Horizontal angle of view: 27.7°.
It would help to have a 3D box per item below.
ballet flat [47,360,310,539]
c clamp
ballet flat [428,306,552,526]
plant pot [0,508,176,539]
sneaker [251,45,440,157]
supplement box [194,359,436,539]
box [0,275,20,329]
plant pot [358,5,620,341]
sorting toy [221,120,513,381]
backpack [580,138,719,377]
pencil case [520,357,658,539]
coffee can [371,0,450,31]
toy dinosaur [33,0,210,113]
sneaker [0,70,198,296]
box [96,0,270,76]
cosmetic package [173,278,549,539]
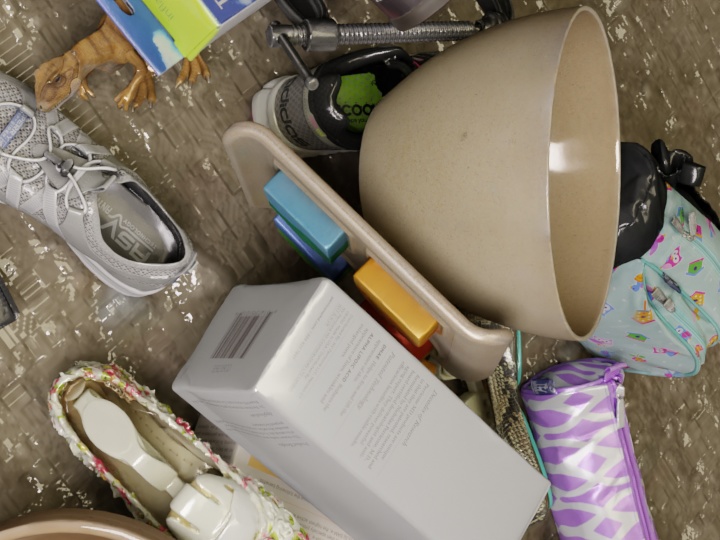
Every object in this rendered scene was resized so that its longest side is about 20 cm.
[{"bbox_3d":[-0.113,0.125,0.855,0.200,0.064,0.076,36,82,15],"label":"ballet flat"},{"bbox_3d":[0.021,-0.169,0.973,0.199,0.171,0.027,-9,131,-25],"label":"c clamp"},{"bbox_3d":[0.087,0.094,1.052,0.075,0.068,0.201,-13,97,-18],"label":"ballet flat"},{"bbox_3d":[-0.158,0.224,0.835,0.200,0.093,0.202,0,99,-1],"label":"plant pot"},{"bbox_3d":[0.028,-0.116,1.005,0.199,0.087,0.074,-10,93,-34],"label":"sneaker"},{"bbox_3d":[-0.045,0.130,0.950,0.126,0.073,0.201,29,72,-29],"label":"supplement box"},{"bbox_3d":[-0.311,0.003,0.797,0.200,0.044,0.161,-32,105,-31],"label":"box"},{"bbox_3d":[0.076,-0.059,0.905,0.200,0.134,0.201,1,90,-69],"label":"plant pot"},{"bbox_3d":[0.000,0.000,0.889,0.200,0.185,0.037,39,82,8],"label":"sorting toy"},{"bbox_3d":[0.195,-0.008,1.084,0.200,0.167,0.127,39,75,-40],"label":"backpack"},{"bbox_3d":[0.183,0.161,1.095,0.084,0.085,0.201,-30,107,-52],"label":"pencil case"},{"bbox_3d":[0.003,-0.267,0.881,0.200,0.146,0.147,42,66,-14],"label":"coffee can"},{"bbox_3d":[-0.136,-0.161,0.904,0.106,0.060,0.201,65,31,-42],"label":"toy dinosaur"},{"bbox_3d":[-0.173,-0.060,0.869,0.200,0.082,0.075,37,68,-27],"label":"sneaker"},{"bbox_3d":[-0.093,-0.217,0.910,0.122,0.048,0.200,50,45,-6],"label":"box"},{"bbox_3d":[0.001,0.098,0.864,0.200,0.113,0.081,42,67,-24],"label":"cosmetic package"}]
